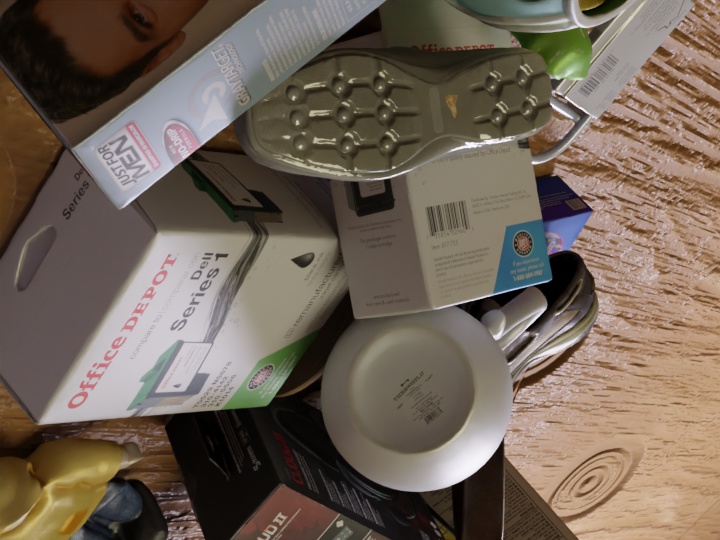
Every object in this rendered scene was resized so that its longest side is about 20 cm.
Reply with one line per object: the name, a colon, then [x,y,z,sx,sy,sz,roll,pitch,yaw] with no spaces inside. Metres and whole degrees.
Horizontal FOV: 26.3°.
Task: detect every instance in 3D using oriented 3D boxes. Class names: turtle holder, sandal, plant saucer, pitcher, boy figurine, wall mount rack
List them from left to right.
boy figurine: [-0.199,0.155,1.017,0.124,0.064,0.200,-41,156,2]
sandal: [0.003,0.004,1.045,0.070,0.078,0.212,8,120,-45]
pitcher: [0.057,0.065,1.013,0.172,0.121,0.200,-46,171,-1]
plant saucer: [0.096,0.151,1.284,0.034,0.201,0.200,1,145,0]
turtle holder: [0.088,-0.182,0.826,0.141,0.132,0.186,-17,141,-40]
wall mount rack: [0.167,-0.161,1.040,0.200,0.075,0.174,-49,149,14]

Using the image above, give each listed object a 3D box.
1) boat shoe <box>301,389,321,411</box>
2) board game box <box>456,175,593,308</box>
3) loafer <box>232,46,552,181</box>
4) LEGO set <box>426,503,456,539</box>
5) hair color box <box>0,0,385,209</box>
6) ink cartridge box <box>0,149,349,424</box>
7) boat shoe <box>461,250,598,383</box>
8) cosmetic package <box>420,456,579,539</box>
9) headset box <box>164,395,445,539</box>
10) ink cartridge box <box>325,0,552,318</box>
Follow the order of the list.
boat shoe: [-0.028,0.128,1.193,0.200,0.071,0.069,-39,154,-4]
board game box: [0.073,0.004,1.176,0.200,0.045,0.135,-13,141,-44]
loafer: [0.013,-0.082,0.807,0.200,0.070,0.070,-8,94,-38]
LEGO set: [0.015,0.248,1.297,0.116,0.154,0.200,-45,114,5]
hair color box: [-0.071,-0.133,0.726,0.200,0.099,0.061,-39,152,-6]
ink cartridge box: [-0.106,0.008,0.902,0.200,0.084,0.146,0,131,-54]
boat shoe: [0.094,0.048,1.154,0.200,0.074,0.073,-37,141,-22]
cosmetic package: [0.122,0.249,1.422,0.103,0.200,0.087,-31,152,-20]
headset box: [-0.040,0.158,1.077,0.200,0.149,0.077,34,104,-33]
ink cartridge box: [0.039,-0.081,0.917,0.068,0.201,0.116,-8,-177,45]
